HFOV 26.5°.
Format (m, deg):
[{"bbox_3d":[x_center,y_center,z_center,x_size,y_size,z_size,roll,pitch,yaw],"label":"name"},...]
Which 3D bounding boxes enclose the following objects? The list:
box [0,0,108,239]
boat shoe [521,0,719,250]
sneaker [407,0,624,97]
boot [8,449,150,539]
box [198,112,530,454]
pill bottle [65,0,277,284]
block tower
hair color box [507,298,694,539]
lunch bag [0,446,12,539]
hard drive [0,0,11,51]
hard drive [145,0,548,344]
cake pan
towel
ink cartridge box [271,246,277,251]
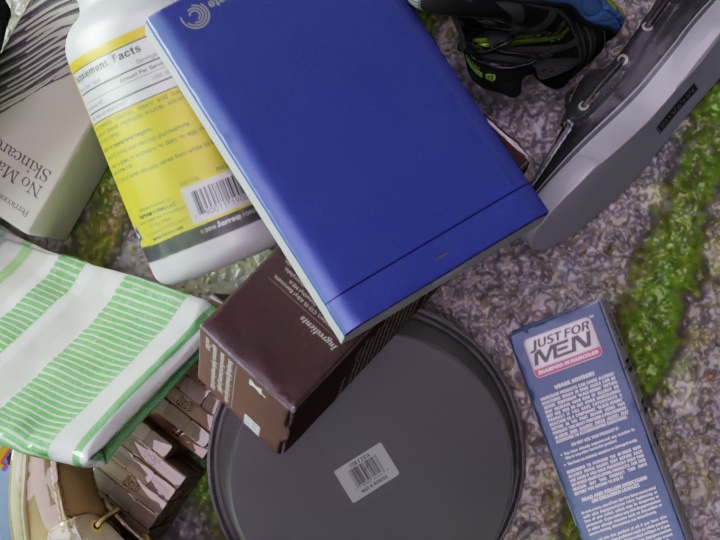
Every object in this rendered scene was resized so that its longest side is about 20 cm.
[{"bbox_3d":[-0.183,-0.126,0.979,0.082,0.068,0.201,29,93,9],"label":"box"},{"bbox_3d":[0.158,-0.100,0.925,0.200,0.069,0.057,-48,66,2],"label":"boat shoe"},{"bbox_3d":[0.086,-0.140,0.872,0.071,0.199,0.083,42,109,28],"label":"sneaker"},{"bbox_3d":[-0.120,0.169,0.893,0.154,0.073,0.202,-6,95,16],"label":"boot"},{"bbox_3d":[0.000,0.000,0.857,0.075,0.100,0.200,40,70,8],"label":"box"},{"bbox_3d":[-0.103,-0.103,0.890,0.111,0.112,0.202,-20,95,8],"label":"pill bottle"},{"bbox_3d":[-0.118,0.104,0.967,0.058,0.054,0.201,36,93,9],"label":"block tower"},{"bbox_3d":[0.150,0.120,0.896,0.060,0.100,0.202,-20,84,10],"label":"hair color box"},{"bbox_3d":[-0.283,0.125,0.986,0.199,0.094,0.151,36,92,-1],"label":"lunch bag"},{"bbox_3d":[-0.289,-0.087,0.962,0.042,0.135,0.200,34,108,-22],"label":"hard drive"},{"bbox_3d":[-0.008,-0.079,0.814,0.131,0.025,0.201,-30,78,-17],"label":"hard drive"},{"bbox_3d":[0.005,0.120,0.926,0.198,0.037,0.203,0,97,-4],"label":"cake pan"},{"bbox_3d":[-0.199,0.039,0.913,0.198,0.153,0.024,19,135,22],"label":"towel"},{"bbox_3d":[-0.024,-0.063,0.965,0.199,0.042,0.120,34,94,11],"label":"ink cartridge box"}]
